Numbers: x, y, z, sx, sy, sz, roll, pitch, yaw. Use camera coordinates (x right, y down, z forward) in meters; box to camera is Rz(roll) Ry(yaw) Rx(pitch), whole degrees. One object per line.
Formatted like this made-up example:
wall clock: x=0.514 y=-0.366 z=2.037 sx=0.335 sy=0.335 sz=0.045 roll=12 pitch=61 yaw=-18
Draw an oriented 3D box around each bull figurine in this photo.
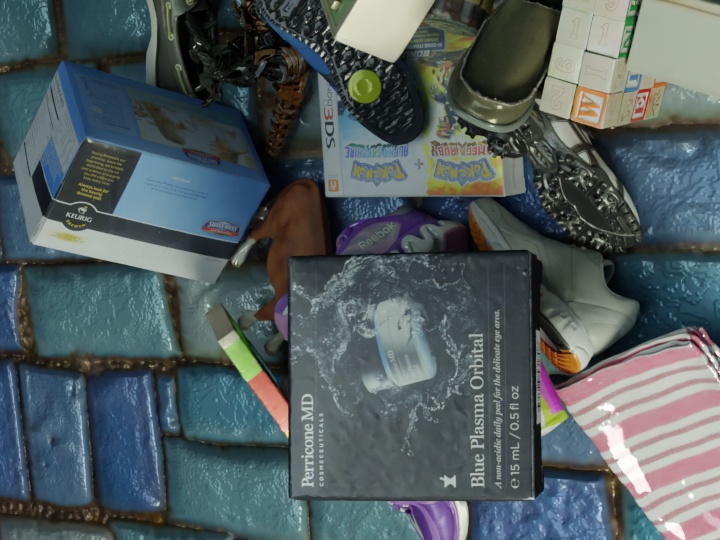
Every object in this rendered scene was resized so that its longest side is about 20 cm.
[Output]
bull figurine: x=-0.064 y=0.013 z=1.586 sx=0.121 sy=0.065 sz=0.201 roll=-25 pitch=57 yaw=39

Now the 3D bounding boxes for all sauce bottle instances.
sauce bottle: x=0.103 y=-0.302 z=1.419 sx=0.064 sy=0.065 sz=0.201 roll=16 pitch=87 yaw=31

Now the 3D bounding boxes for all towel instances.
towel: x=0.273 y=0.150 z=1.395 sx=0.146 sy=0.030 sz=0.200 roll=-28 pitch=104 yaw=35

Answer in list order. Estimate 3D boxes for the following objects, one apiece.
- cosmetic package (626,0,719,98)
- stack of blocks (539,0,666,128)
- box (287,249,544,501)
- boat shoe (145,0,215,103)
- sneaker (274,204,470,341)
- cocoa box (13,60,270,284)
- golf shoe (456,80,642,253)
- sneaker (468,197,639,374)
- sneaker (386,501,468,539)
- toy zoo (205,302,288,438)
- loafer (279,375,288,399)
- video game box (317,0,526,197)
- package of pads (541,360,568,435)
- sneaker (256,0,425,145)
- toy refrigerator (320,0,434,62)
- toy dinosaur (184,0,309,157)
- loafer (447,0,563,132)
cosmetic package: x=0.321 y=-0.165 z=1.296 sx=0.199 sy=0.103 sz=0.073 roll=21 pitch=110 yaw=29
stack of blocks: x=0.216 y=-0.223 z=1.349 sx=0.058 sy=0.115 sz=0.201 roll=21 pitch=110 yaw=29
box: x=0.047 y=0.087 z=1.349 sx=0.199 sy=0.117 sz=0.198 roll=-1 pitch=86 yaw=10
boat shoe: x=-0.173 y=-0.258 z=1.638 sx=0.060 sy=0.072 sz=0.203 roll=12 pitch=112 yaw=30
sneaker: x=0.000 y=0.000 z=1.514 sx=0.088 sy=0.200 sz=0.081 roll=42 pitch=151 yaw=38
cocoa box: x=-0.211 y=-0.093 z=1.595 sx=0.131 sy=0.199 sz=0.134 roll=-58 pitch=36 yaw=28
golf shoe: x=0.179 y=-0.105 z=1.425 sx=0.200 sy=0.095 sz=0.078 roll=46 pitch=139 yaw=-11
sneaker: x=0.169 y=0.001 z=1.461 sx=0.200 sy=0.092 sz=0.076 roll=55 pitch=165 yaw=35
sneaker: x=0.021 y=0.179 z=1.475 sx=0.081 sy=0.083 sz=0.200 roll=1 pitch=131 yaw=56
toy zoo: x=-0.079 y=0.127 z=1.593 sx=0.020 sy=0.131 sz=0.200 roll=-35 pitch=104 yaw=-2
loafer: x=-0.014 y=0.135 z=1.553 sx=0.071 sy=0.200 sz=0.073 roll=-35 pitch=68 yaw=-3
video game box: x=0.051 y=-0.158 z=1.518 sx=0.199 sy=0.047 sz=0.183 roll=1 pitch=101 yaw=34
package of pads: x=0.089 y=0.102 z=1.493 sx=0.200 sy=0.068 sz=0.155 roll=-36 pitch=77 yaw=58
sneaker: x=-0.013 y=-0.197 z=1.499 sx=0.066 sy=0.078 sz=0.200 roll=-44 pitch=90 yaw=9
toy refrigerator: x=-0.001 y=-0.274 z=1.451 sx=0.076 sy=0.070 sz=0.200 roll=-55 pitch=32 yaw=29
toy dinosaur: x=-0.091 y=-0.208 z=1.573 sx=0.102 sy=0.135 sz=0.201 roll=-168 pitch=70 yaw=-79
loafer: x=0.127 y=-0.192 z=1.365 sx=0.075 sy=0.200 sz=0.070 roll=22 pitch=139 yaw=4
